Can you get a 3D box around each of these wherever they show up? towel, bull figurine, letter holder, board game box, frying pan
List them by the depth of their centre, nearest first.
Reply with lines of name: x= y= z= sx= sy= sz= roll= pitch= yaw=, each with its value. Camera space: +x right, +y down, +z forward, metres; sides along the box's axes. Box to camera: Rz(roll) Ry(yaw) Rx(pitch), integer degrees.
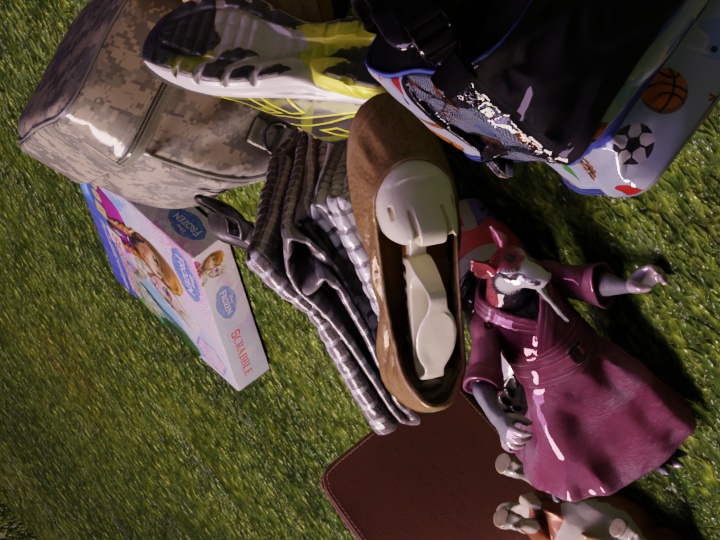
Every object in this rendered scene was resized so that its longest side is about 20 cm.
towel: x=0.000 y=0.000 z=1.541 sx=0.166 sy=0.086 sz=0.200 roll=61 pitch=-166 yaw=-20
bull figurine: x=0.156 y=0.182 z=1.630 sx=0.121 sy=0.065 sz=0.200 roll=24 pitch=178 yaw=-44
frying pan: x=-0.067 y=-0.024 z=1.747 sx=0.115 sy=0.031 sz=0.190 roll=18 pitch=-179 yaw=0
letter holder: x=0.075 y=0.206 z=1.775 sx=0.200 sy=0.142 sz=0.101 roll=47 pitch=161 yaw=16
board game box: x=-0.177 y=-0.011 z=2.145 sx=0.199 sy=0.041 sz=0.200 roll=39 pitch=158 yaw=35

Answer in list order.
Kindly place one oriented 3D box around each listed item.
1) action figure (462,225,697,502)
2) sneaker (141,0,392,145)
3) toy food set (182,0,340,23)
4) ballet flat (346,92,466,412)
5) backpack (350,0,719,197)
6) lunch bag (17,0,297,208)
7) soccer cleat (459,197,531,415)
action figure: x=0.123 y=0.044 z=1.435 sx=0.200 sy=0.134 sz=0.149 roll=57 pitch=177 yaw=-27
sneaker: x=-0.042 y=-0.115 z=1.458 sx=0.200 sy=0.075 sz=0.085 roll=10 pitch=146 yaw=18
toy food set: x=-0.082 y=-0.208 z=1.535 sx=0.200 sy=0.049 sz=0.198 roll=39 pitch=158 yaw=34
ballet flat: x=0.034 y=-0.005 z=1.398 sx=0.072 sy=0.068 sz=0.200 roll=-135 pitch=39 yaw=-67
backpack: x=0.094 y=-0.128 z=1.072 sx=0.154 sy=0.200 sz=0.190 roll=45 pitch=169 yaw=-22
lunch bag: x=-0.143 y=-0.117 z=1.716 sx=0.168 sy=0.139 sz=0.200 roll=32 pitch=166 yaw=-15
soccer cleat: x=0.102 y=0.034 z=1.538 sx=0.200 sy=0.068 sz=0.073 roll=62 pitch=-172 yaw=-47
